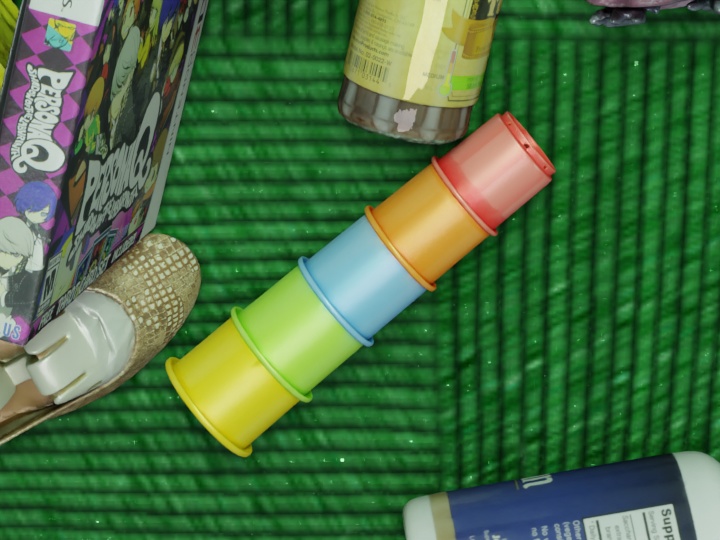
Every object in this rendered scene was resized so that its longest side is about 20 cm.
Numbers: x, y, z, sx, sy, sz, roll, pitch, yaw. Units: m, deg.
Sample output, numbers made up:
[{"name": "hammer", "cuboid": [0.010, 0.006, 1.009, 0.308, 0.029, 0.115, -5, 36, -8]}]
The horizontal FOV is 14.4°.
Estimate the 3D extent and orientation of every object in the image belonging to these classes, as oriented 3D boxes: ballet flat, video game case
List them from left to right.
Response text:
[{"name": "ballet flat", "cuboid": [-0.161, 0.051, 1.325, 0.200, 0.065, 0.071, -32, 109, 8]}, {"name": "video game case", "cuboid": [-0.109, -0.080, 1.212, 0.036, 0.200, 0.181, 16, 107, 7]}]

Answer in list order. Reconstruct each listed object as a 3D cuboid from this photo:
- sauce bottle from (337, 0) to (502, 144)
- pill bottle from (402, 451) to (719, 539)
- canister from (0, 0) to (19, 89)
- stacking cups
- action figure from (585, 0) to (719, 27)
[{"name": "sauce bottle", "cuboid": [0.040, -0.157, 1.264, 0.065, 0.065, 0.200, 11, 110, -7]}, {"name": "pill bottle", "cuboid": [0.126, 0.146, 1.350, 0.200, 0.111, 0.111, -9, 109, 0]}, {"name": "canister", "cuboid": [-0.249, -0.068, 1.255, 0.200, 0.087, 0.149, -39, 86, 12]}, {"name": "stacking cups", "cuboid": [0.000, 0.000, 1.321, 0.200, 0.061, 0.061, -42, 106, 9]}, {"name": "action figure", "cuboid": [0.140, -0.208, 1.217, 0.134, 0.149, 0.200, -5, 96, 17]}]
